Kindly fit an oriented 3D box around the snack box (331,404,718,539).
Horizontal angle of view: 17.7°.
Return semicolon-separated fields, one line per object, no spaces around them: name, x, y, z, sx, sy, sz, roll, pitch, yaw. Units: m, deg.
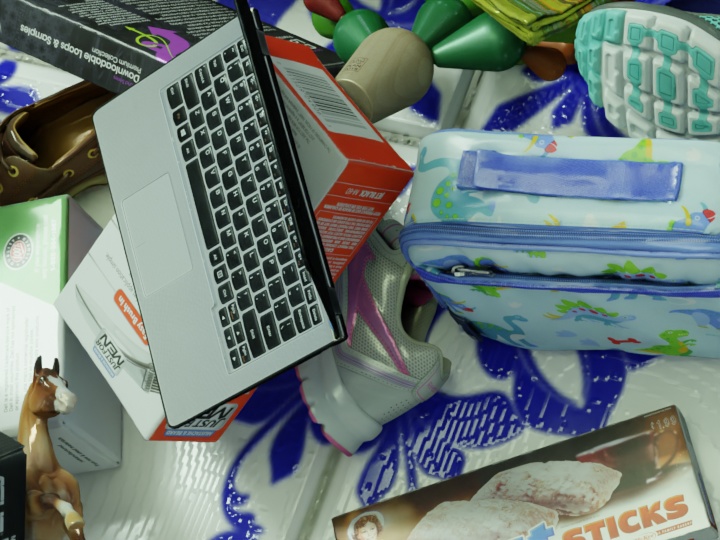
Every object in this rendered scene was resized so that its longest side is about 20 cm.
snack box;0.086;0.137;1.236;0.199;0.024;0.072;-19;63;12

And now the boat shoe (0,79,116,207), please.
boat shoe;-0.204;-0.070;1.415;0.199;0.068;0.072;-27;61;8

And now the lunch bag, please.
lunch bag;0.127;-0.014;1.208;0.199;0.161;0.083;4;69;21

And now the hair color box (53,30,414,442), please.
hair color box;-0.072;-0.016;1.257;0.200;0.064;0.111;-52;57;22

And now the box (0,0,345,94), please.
box;-0.124;-0.137;1.377;0.199;0.143;0.036;24;112;29

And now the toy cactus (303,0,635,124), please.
toy cactus;0.039;-0.137;1.310;0.199;0.103;0.165;15;38;29

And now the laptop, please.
laptop;-0.084;-0.045;1.155;0.199;0.116;0.188;-29;67;34

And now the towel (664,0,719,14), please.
towel;0.262;-0.122;1.272;0.199;0.050;0.148;-25;51;10

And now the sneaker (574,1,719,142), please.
sneaker;0.210;-0.099;1.201;0.199;0.078;0.091;19;35;19

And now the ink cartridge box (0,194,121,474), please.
ink cartridge box;-0.247;0.051;1.368;0.199;0.084;0.146;-10;65;16

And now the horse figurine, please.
horse figurine;-0.164;0.165;1.250;0.050;0.201;0.133;-10;28;-24

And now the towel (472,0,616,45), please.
towel;0.148;-0.191;1.266;0.199;0.018;0.086;-31;45;-16

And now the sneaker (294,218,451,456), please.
sneaker;0.000;0.000;1.305;0.088;0.081;0.201;-20;70;10

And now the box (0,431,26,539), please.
box;-0.250;0.159;1.264;0.160;0.044;0.201;24;120;37
